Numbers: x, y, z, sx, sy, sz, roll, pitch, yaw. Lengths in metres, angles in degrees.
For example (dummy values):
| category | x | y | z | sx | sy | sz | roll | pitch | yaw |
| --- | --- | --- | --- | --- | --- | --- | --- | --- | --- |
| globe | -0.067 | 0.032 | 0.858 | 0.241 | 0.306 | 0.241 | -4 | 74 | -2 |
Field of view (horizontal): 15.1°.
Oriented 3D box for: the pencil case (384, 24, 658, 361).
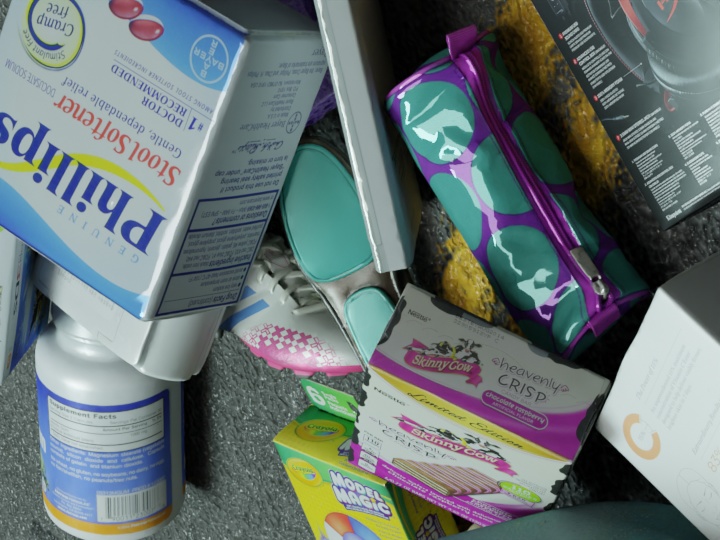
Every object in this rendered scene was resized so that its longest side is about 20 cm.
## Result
| category | x | y | z | sx | sy | sz | roll | pitch | yaw |
| --- | --- | --- | --- | --- | --- | --- | --- | --- | --- |
| pencil case | 0.095 | -0.043 | 1.628 | 0.201 | 0.085 | 0.092 | 58 | 159 | 7 |

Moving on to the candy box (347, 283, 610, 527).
| category | x | y | z | sx | sy | sz | roll | pitch | yaw |
| --- | --- | --- | --- | --- | --- | --- | --- | --- | --- |
| candy box | 0.068 | 0.094 | 1.655 | 0.136 | 0.061 | 0.200 | 25 | 159 | 6 |

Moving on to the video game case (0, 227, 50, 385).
| category | x | y | z | sx | sy | sz | roll | pitch | yaw |
| --- | --- | --- | --- | --- | --- | --- | --- | --- | --- |
| video game case | -0.252 | -0.029 | 1.955 | 0.045 | 0.200 | 0.183 | 8 | 102 | 1 |

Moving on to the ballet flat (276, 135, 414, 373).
| category | x | y | z | sx | sy | sz | roll | pitch | yaw |
| --- | --- | --- | --- | --- | --- | --- | --- | --- | --- |
| ballet flat | 0.000 | 0.000 | 1.779 | 0.068 | 0.068 | 0.201 | -20 | 102 | 16 |

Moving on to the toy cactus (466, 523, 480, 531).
| category | x | y | z | sx | sy | sz | roll | pitch | yaw |
| --- | --- | --- | --- | --- | --- | --- | --- | --- | --- |
| toy cactus | 0.116 | 0.235 | 1.776 | 0.165 | 0.102 | 0.201 | 52 | 152 | 32 |

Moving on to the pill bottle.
| category | x | y | z | sx | sy | sz | roll | pitch | yaw |
| --- | --- | --- | --- | --- | --- | --- | --- | --- | --- |
| pill bottle | -0.188 | 0.094 | 2.035 | 0.112 | 0.112 | 0.201 | 29 | 131 | 38 |

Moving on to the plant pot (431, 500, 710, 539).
| category | x | y | z | sx | sy | sz | roll | pitch | yaw |
| --- | --- | --- | --- | --- | --- | --- | --- | --- | --- |
| plant pot | 0.145 | 0.244 | 1.569 | 0.199 | 0.196 | 0.197 | -23 | 101 | 18 |

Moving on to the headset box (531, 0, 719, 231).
| category | x | y | z | sx | sy | sz | roll | pitch | yaw |
| --- | --- | --- | --- | --- | --- | --- | --- | --- | --- |
| headset box | 0.179 | -0.145 | 1.472 | 0.201 | 0.075 | 0.149 | 60 | 143 | 5 |

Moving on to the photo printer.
| category | x | y | z | sx | sy | sz | roll | pitch | yaw |
| --- | --- | --- | --- | --- | --- | --- | --- | --- | --- |
| photo printer | -0.140 | -0.047 | 1.872 | 0.166 | 0.069 | 0.201 | 33 | 107 | 46 |

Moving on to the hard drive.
| category | x | y | z | sx | sy | sz | roll | pitch | yaw |
| --- | --- | --- | --- | --- | --- | --- | --- | --- | --- |
| hard drive | 0.004 | -0.114 | 1.678 | 0.026 | 0.132 | 0.201 | -11 | 107 | 8 |

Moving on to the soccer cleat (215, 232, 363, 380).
| category | x | y | z | sx | sy | sz | roll | pitch | yaw |
| --- | --- | --- | --- | --- | --- | --- | --- | --- | --- |
| soccer cleat | -0.060 | 0.015 | 1.867 | 0.199 | 0.070 | 0.087 | 18 | 118 | 43 |

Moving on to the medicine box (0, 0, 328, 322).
| category | x | y | z | sx | sy | sz | roll | pitch | yaw |
| --- | --- | --- | --- | --- | --- | --- | --- | --- | --- |
| medicine box | -0.140 | -0.100 | 1.722 | 0.182 | 0.103 | 0.201 | 32 | 111 | 26 |

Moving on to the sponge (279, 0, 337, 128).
| category | x | y | z | sx | sy | sz | roll | pitch | yaw |
| --- | --- | --- | --- | --- | --- | --- | --- | --- | --- |
| sponge | -0.092 | -0.173 | 1.773 | 0.111 | 0.030 | 0.201 | -34 | 77 | 19 |

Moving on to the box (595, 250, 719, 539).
| category | x | y | z | sx | sy | sz | roll | pitch | yaw |
| --- | --- | --- | --- | --- | --- | --- | --- | --- | --- |
| box | 0.246 | 0.096 | 1.516 | 0.200 | 0.097 | 0.125 | 45 | 140 | 23 |

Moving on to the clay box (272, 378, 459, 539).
| category | x | y | z | sx | sy | sz | roll | pitch | yaw |
| --- | --- | --- | --- | --- | --- | --- | --- | --- | --- |
| clay box | 0.013 | 0.171 | 1.848 | 0.114 | 0.048 | 0.201 | 17 | 140 | 45 |
